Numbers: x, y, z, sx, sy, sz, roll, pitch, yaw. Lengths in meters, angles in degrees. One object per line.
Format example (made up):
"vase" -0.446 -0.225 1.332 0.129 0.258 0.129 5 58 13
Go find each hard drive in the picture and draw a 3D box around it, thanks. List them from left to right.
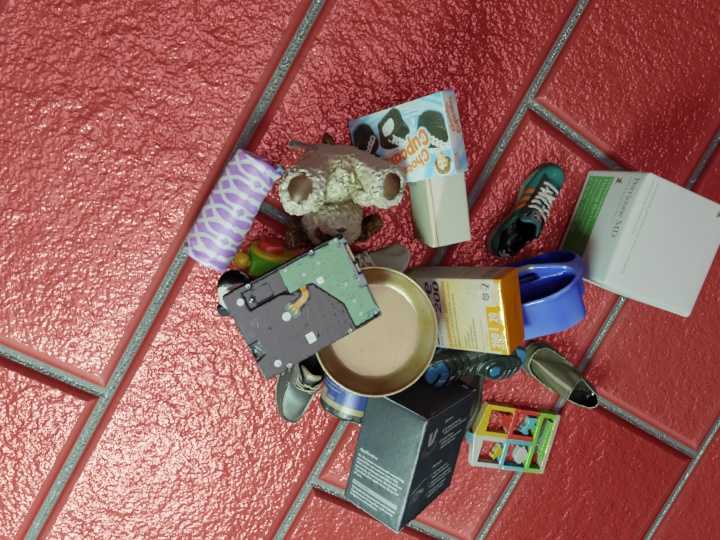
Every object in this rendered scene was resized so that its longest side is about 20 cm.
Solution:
"hard drive" -0.084 0.051 0.809 0.198 0.038 0.141 -29 99 -10

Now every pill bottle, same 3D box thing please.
"pill bottle" 0.006 0.150 0.943 0.110 0.112 0.203 14 98 -15

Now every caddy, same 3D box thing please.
"caddy" 0.298 0.036 0.956 0.198 0.142 0.106 -20 114 31

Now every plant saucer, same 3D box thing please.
"plant saucer" 0.022 0.096 0.866 0.197 0.035 0.203 0 85 -5

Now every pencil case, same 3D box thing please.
"pencil case" -0.201 -0.095 0.865 0.083 0.085 0.201 33 93 17

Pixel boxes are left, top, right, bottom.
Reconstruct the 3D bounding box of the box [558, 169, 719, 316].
"box" 0.501 -0.054 0.988 0.198 0.171 0.201 19 96 -16

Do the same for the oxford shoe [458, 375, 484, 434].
"oxford shoe" 0.188 0.215 1.025 0.083 0.073 0.202 19 84 -14

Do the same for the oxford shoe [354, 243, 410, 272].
"oxford shoe" 0.000 0.000 0.918 0.198 0.075 0.058 -23 137 -19

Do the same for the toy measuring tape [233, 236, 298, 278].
"toy measuring tape" -0.121 -0.019 0.912 0.198 0.073 0.075 0 102 -37

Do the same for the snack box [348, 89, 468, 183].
"snack box" 0.069 -0.196 0.848 0.037 0.199 0.118 -23 104 -40

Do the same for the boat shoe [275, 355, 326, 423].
"boat shoe" -0.097 0.174 0.943 0.074 0.073 0.202 15 97 -15

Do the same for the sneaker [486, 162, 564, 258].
"sneaker" 0.311 -0.104 0.980 0.071 0.080 0.201 34 92 -17

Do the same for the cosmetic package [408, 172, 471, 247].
"cosmetic package" 0.126 -0.149 0.917 0.072 0.104 0.203 -12 103 -10

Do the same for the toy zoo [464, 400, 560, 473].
"toy zoo" 0.296 0.335 1.096 0.197 0.020 0.133 12 98 -16

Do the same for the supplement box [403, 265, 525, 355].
"supplement box" 0.165 0.062 0.920 0.073 0.198 0.128 -25 109 -48

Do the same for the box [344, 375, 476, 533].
"box" 0.089 0.292 0.935 0.196 0.116 0.203 -5 112 -56

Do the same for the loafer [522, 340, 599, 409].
"loafer" 0.397 0.207 1.069 0.199 0.070 0.076 33 92 -17

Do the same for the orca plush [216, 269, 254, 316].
"orca plush" -0.163 0.044 0.893 0.104 0.072 0.200 -22 142 28

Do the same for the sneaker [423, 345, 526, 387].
"sneaker" 0.195 0.146 0.958 0.197 0.082 0.074 -1 116 -14

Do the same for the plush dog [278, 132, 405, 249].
"plush dog" -0.045 -0.111 0.877 0.197 0.161 0.173 -6 127 -19
